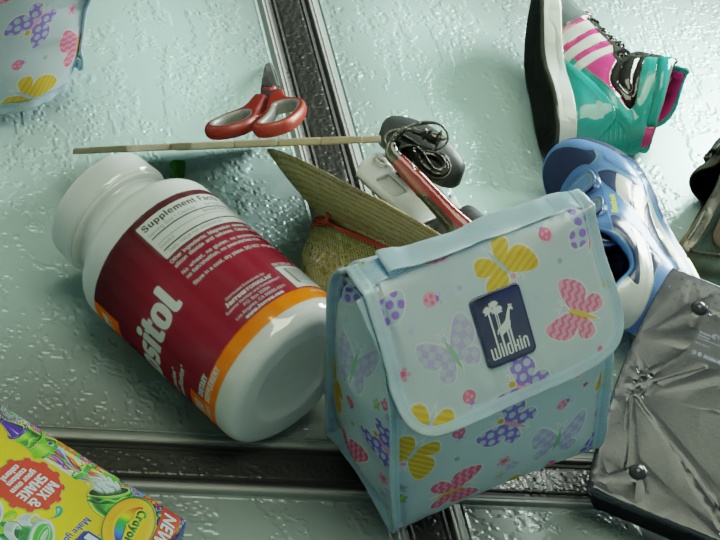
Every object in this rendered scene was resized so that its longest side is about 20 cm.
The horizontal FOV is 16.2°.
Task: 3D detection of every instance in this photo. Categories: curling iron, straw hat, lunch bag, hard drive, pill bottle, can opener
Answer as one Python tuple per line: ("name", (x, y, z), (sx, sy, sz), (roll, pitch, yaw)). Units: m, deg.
("curling iron", (0.087, -0.028, 1.788), (0.050, 0.026, 0.200), (-35, 79, -19))
("straw hat", (0.000, 0.000, 1.747), (0.201, 0.085, 0.201), (29, -3, 2))
("lunch bag", (-0.291, -0.207, 1.810), (0.199, 0.170, 0.127), (2, 45, -15))
("hard drive", (0.237, 0.102, 1.725), (0.134, 0.042, 0.200), (22, 54, 5))
("lunch bag", (0.070, 0.050, 1.604), (0.169, 0.200, 0.127), (-19, 48, -20))
("pill bottle", (-0.110, 0.013, 1.674), (0.113, 0.113, 0.200), (-24, 54, -40))
("can opener", (0.077, -0.037, 1.842), (0.053, 0.067, 0.200), (-24, 54, -40))

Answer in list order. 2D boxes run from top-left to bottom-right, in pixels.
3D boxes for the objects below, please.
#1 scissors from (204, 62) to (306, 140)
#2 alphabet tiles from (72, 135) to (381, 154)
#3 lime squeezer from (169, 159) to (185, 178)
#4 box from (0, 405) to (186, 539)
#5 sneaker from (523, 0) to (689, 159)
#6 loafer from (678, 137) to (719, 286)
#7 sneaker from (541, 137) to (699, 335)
("scissors", (-0.061, -0.130, 1.888), (0.073, 0.014, 0.200), (-8, 17, 16))
("alphabet tiles", (-0.095, -0.089, 1.800), (0.199, 0.006, 0.166), (-4, 3, -29))
("lime squeezer", (-0.112, -0.012, 1.775), (0.071, 0.038, 0.200), (23, 23, -49))
("box", (-0.238, 0.185, 1.411), (0.192, 0.122, 0.200), (30, 40, 13))
("sneaker", (0.200, -0.163, 2.025), (0.120, 0.084, 0.200), (4, 48, -9))
("loafer", (0.280, -0.063, 1.954), (0.063, 0.072, 0.200), (13, 40, 3))
("sneaker", (0.177, -0.030, 1.857), (0.082, 0.074, 0.200), (7, 37, -34))
